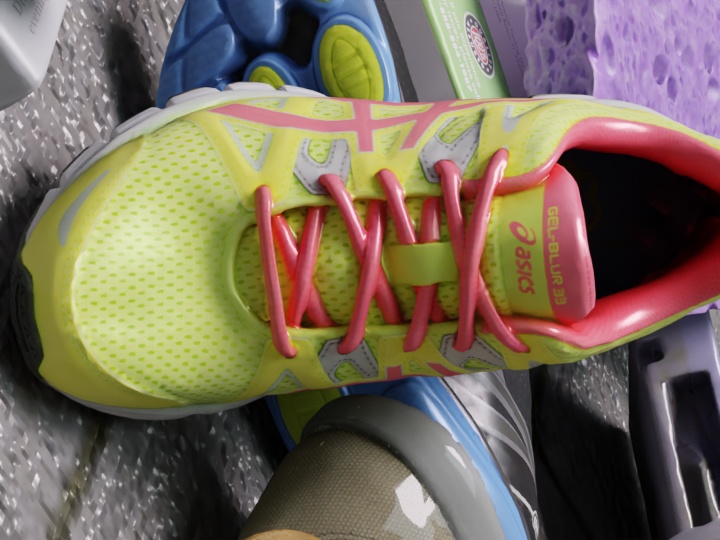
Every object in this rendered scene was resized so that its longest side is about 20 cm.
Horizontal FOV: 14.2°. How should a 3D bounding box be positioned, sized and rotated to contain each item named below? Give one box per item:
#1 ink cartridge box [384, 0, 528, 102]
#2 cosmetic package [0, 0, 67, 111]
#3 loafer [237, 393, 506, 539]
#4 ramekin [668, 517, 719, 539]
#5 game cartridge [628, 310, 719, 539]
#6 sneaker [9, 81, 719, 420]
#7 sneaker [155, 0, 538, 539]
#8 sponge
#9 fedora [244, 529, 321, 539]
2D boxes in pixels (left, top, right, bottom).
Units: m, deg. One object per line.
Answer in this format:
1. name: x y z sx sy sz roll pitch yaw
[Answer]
1. ink cartridge box: 0.024 -0.088 0.905 0.200 0.067 0.118 -6 76 -66
2. cosmetic package: -0.134 -0.123 0.570 0.200 0.074 0.102 53 28 -31
3. loafer: 0.017 0.132 0.726 0.070 0.075 0.201 -34 106 -35
4. ramekin: 0.128 0.156 0.790 0.094 0.202 0.203 17 56 -50
5. game cartridge: 0.121 0.121 0.946 0.130 0.038 0.201 66 13 -68
6. sneaker: 0.015 -0.009 0.690 0.199 0.090 0.079 -12 101 -25
7. sneaker: 0.000 0.000 0.787 0.083 0.070 0.201 -56 129 -67
8. sponge: 0.112 -0.045 0.898 0.200 0.030 0.112 -7 100 -53
9. fedora: -0.019 0.152 0.591 0.201 0.081 0.202 -20 90 -73
